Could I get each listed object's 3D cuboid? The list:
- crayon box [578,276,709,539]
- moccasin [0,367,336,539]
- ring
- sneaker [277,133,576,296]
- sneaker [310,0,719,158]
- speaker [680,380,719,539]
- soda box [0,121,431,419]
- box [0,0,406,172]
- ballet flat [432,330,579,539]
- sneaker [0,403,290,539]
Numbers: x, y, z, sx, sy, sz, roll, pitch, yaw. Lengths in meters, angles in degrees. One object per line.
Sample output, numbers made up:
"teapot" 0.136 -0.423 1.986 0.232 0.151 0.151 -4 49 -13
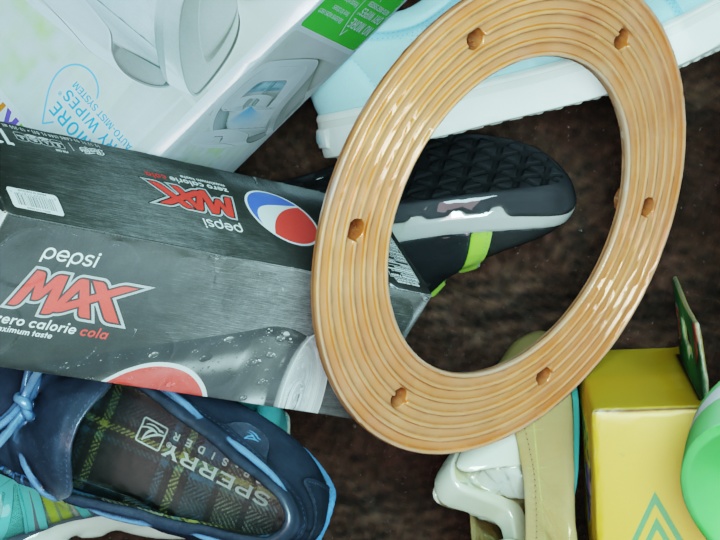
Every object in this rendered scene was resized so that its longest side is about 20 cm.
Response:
"crayon box" 0.122 0.111 0.932 0.050 0.127 0.202 -3 97 4
"moccasin" -0.104 0.055 0.865 0.198 0.068 0.081 16 91 6
"ring" 0.055 -0.023 0.860 0.019 0.200 0.202 28 103 43
"sneaker" 0.000 0.000 0.961 0.198 0.072 0.083 -12 117 8
"sneaker" 0.069 -0.108 0.928 0.198 0.074 0.083 -15 97 3
"speaker" 0.198 0.034 0.875 0.088 0.200 0.089 17 129 23
"soda box" -0.073 0.002 0.838 0.199 0.063 0.071 11 121 -38
"box" -0.112 -0.130 0.903 0.176 0.097 0.200 -42 79 10
"ballet flat" 0.060 0.108 0.913 0.063 0.201 0.069 10 144 -18
"sneaker" -0.127 0.075 0.939 0.198 0.080 0.078 -7 64 -16
